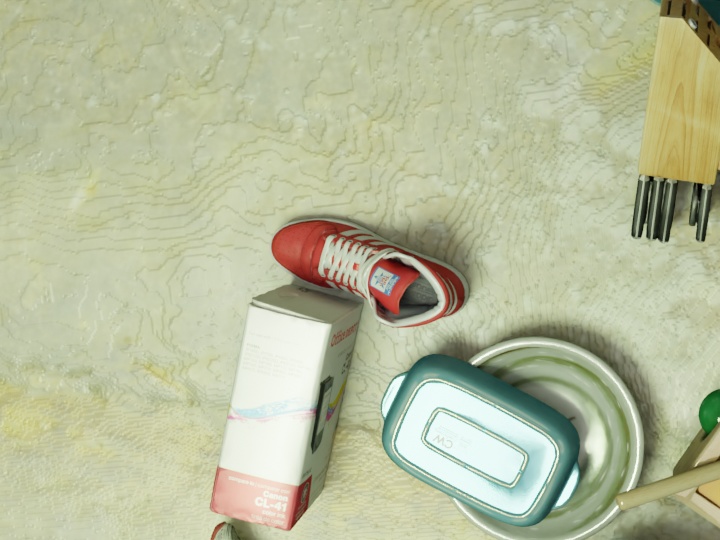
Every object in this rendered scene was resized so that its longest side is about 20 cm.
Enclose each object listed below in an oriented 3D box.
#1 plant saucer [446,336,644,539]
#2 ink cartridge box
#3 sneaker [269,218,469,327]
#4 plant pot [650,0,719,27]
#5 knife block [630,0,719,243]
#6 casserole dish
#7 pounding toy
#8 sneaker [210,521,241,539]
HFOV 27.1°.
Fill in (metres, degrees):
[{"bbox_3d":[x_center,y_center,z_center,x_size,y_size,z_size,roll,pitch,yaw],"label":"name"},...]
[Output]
[{"bbox_3d":[0.168,0.159,1.410,0.199,0.050,0.202,1,96,12],"label":"plant saucer"},{"bbox_3d":[-0.069,0.126,1.407,0.085,0.148,0.201,15,99,10],"label":"ink cartridge box"},{"bbox_3d":[0.000,0.000,1.398,0.199,0.112,0.072,16,98,10],"label":"sneaker"},{"bbox_3d":[0.297,-0.344,1.271,0.200,0.200,0.188,37,87,6],"label":"plant pot"},{"bbox_3d":[0.271,-0.123,1.315,0.175,0.064,0.200,-35,110,31],"label":"knife block"},{"bbox_3d":[0.108,0.160,1.379,0.199,0.039,0.122,27,100,9],"label":"casserole dish"},{"bbox_3d":[0.359,0.174,1.325,0.199,0.142,0.185,34,101,6],"label":"pounding toy"},{"bbox_3d":[-0.078,0.327,1.472,0.082,0.078,0.200,-36,97,9],"label":"sneaker"}]
